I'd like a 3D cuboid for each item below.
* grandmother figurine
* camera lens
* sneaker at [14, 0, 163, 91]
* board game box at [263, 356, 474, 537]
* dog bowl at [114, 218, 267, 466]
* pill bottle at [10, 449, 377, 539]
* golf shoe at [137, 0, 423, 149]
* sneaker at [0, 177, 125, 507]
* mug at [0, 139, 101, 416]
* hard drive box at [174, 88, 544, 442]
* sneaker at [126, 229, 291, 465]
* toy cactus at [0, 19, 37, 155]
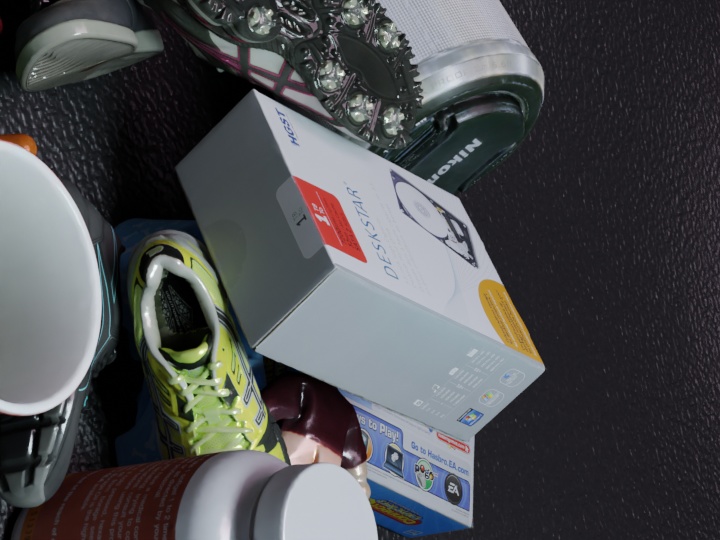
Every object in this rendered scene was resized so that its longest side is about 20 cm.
[{"bbox_3d":[-0.030,0.111,1.705,0.121,0.060,0.201,41,51,-51],"label":"grandmother figurine"},{"bbox_3d":[0.015,-0.149,1.806,0.160,0.160,0.200,7,47,-55],"label":"camera lens"},{"bbox_3d":[-0.178,-0.168,1.631,0.200,0.075,0.107,-37,105,-84],"label":"sneaker"},{"bbox_3d":[0.003,0.059,1.862,0.200,0.056,0.197,30,55,-48],"label":"board game box"},{"bbox_3d":[-0.104,0.062,1.707,0.111,0.049,0.201,1,79,-56],"label":"dog bowl"},{"bbox_3d":[-0.093,0.160,1.549,0.112,0.199,0.113,16,69,-49],"label":"pill bottle"},{"bbox_3d":[-0.045,-0.140,1.658,0.200,0.088,0.077,36,66,-33],"label":"golf shoe"},{"bbox_3d":[-0.169,0.046,1.594,0.079,0.075,0.201,36,51,-48],"label":"sneaker"},{"bbox_3d":[-0.251,0.000,1.372,0.133,0.199,0.178,-17,93,-56],"label":"mug"},{"bbox_3d":[0.000,0.000,1.671,0.200,0.077,0.156,25,30,-44],"label":"hard drive box"},{"bbox_3d":[-0.095,0.075,1.612,0.076,0.075,0.201,-16,84,-87],"label":"sneaker"},{"bbox_3d":[-0.232,-0.105,1.496,0.200,0.102,0.166,-63,169,-56],"label":"toy cactus"}]
